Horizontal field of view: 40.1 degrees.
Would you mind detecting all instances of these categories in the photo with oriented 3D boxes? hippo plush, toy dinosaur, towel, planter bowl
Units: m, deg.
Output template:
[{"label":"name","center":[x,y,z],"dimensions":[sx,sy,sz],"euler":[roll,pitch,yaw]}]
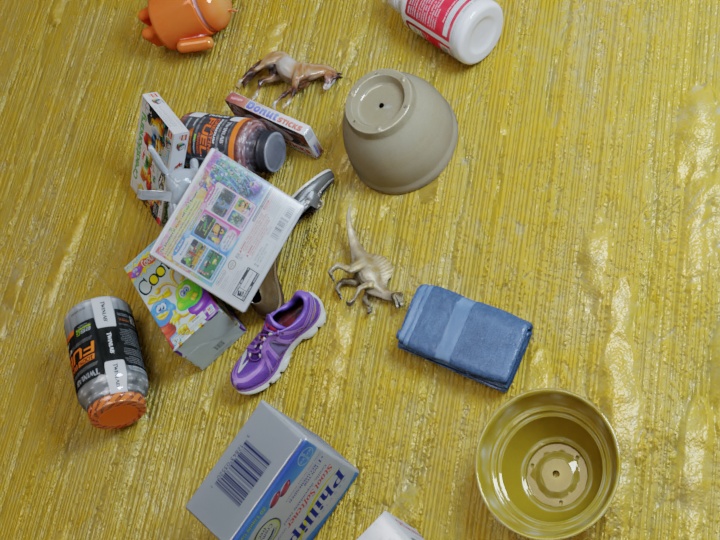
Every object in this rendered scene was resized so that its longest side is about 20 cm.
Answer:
[{"label":"hippo plush","center":[-0.283,-0.108,1.690],"dimensions":[0.196,0.161,0.163],"euler":[15,93,-12]},{"label":"toy dinosaur","center":[0.000,0.000,1.603],"dimensions":[0.100,0.058,0.202],"euler":[-29,66,-8]},{"label":"towel","center":[0.156,0.098,1.484],"dimensions":[0.197,0.049,0.113],"euler":[20,77,30]},{"label":"planter bowl","center":[0.051,-0.248,1.633],"dimensions":[0.196,0.135,0.204],"euler":[-9,64,19]},{"label":"planter bowl","center":[0.260,0.270,1.341],"dimensions":[0.196,0.084,0.204],"euler":[-9,64,19]}]

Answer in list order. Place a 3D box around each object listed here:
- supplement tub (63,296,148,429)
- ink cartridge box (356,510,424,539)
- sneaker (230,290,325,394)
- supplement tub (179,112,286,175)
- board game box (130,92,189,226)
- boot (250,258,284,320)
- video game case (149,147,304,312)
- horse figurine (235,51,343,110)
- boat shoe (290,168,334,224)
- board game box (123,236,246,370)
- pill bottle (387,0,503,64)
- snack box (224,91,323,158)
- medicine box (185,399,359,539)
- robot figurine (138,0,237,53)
[{"label":"supplement tub","center":[-0.429,0.157,1.673],"dimensions":[0.121,0.123,0.203],"euler":[-28,59,10]},{"label":"ink cartridge box","center":[0.087,0.430,1.309],"dimensions":[0.083,0.147,0.200],"euler":[-44,59,-2]},{"label":"sneaker","center":[-0.146,0.108,1.592],"dimensions":[0.080,0.083,0.201],"euler":[38,87,32]},{"label":"supplement tub","center":[-0.232,-0.223,1.762],"dimensions":[0.196,0.107,0.109],"euler":[10,72,27]},{"label":"board game box","center":[-0.364,-0.200,1.779],"dimensions":[0.034,0.202,0.126],"euler":[-14,48,-36]},{"label":"boot","center":[-0.183,-0.016,1.669],"dimensions":[0.073,0.075,0.202],"euler":[-29,58,11]},{"label":"video game case","center":[-0.214,-0.065,1.594],"dimensions":[0.180,0.024,0.202],"euler":[31,83,-3]},{"label":"horse figurine","center":[-0.145,-0.355,1.812],"dimensions":[0.198,0.050,0.133],"euler":[27,68,37]},{"label":"boat shoe","center":[-0.110,-0.092,1.670],"dimensions":[0.199,0.067,0.057],"euler":[-40,84,-18]},{"label":"board game box","center":[-0.299,0.049,1.673],"dimensions":[0.105,0.103,0.201],"euler":[-40,58,2]},{"label":"pill bottle","center":[0.141,-0.447,1.693],"dimensions":[0.113,0.112,0.199],"euler":[-48,58,-3]},{"label":"snack box","center":[-0.156,-0.262,1.765],"dimensions":[0.198,0.072,0.024],"euler":[28,74,31]},{"label":"medicine box","center":[-0.121,0.314,1.421],"dimensions":[0.102,0.200,0.183],"euler":[32,82,33]},{"label":"robot figurine","center":[-0.335,-0.505,1.929],"dimensions":[0.197,0.117,0.145],"euler":[-19,40,16]}]
